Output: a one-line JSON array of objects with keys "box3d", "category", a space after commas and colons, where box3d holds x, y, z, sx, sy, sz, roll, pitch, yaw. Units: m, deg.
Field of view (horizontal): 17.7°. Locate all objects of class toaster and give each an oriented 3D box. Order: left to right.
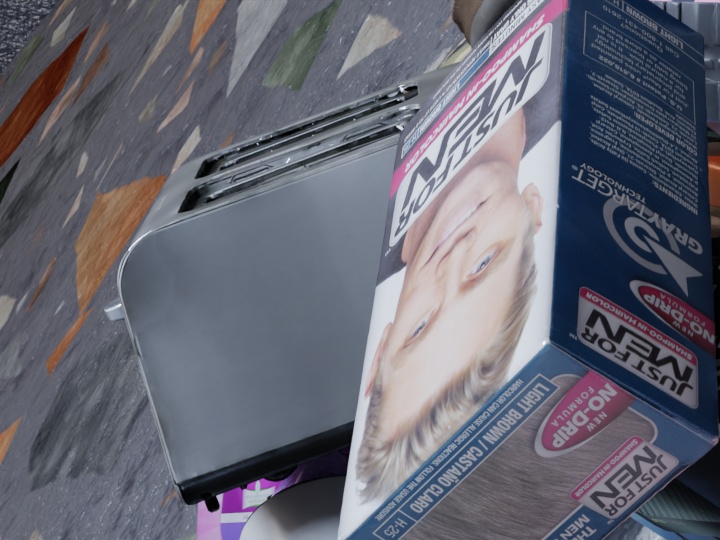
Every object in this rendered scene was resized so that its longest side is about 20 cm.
[{"box3d": [0.000, 0.000, 0.964, 0.200, 0.119, 0.181, -20, 12, 5], "category": "toaster"}]

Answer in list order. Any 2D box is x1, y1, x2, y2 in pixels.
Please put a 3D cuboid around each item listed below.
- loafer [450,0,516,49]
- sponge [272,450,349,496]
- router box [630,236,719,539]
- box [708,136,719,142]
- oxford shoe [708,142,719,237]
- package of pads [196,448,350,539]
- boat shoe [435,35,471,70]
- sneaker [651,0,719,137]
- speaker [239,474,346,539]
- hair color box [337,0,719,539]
[{"box3d": [0.090, -0.144, 1.049, 0.200, 0.071, 0.073, -32, -24, -54], "category": "loafer"}, {"box3d": [-0.028, 0.185, 1.030, 0.200, 0.111, 0.030, -57, 12, 3], "category": "sponge"}, {"box3d": [0.141, 0.055, 0.722, 0.062, 0.150, 0.200, -62, 17, -13], "category": "router box"}, {"box3d": [0.144, -0.058, 1.081, 0.158, 0.050, 0.200, -46, 20, 32], "category": "box"}, {"box3d": [0.187, 0.011, 0.774, 0.200, 0.071, 0.073, 22, 111, 48], "category": "oxford shoe"}, {"box3d": [-0.020, 0.111, 1.148, 0.200, 0.076, 0.121, 163, 109, -66], "category": "package of pads"}, {"box3d": [0.035, -0.031, 1.124, 0.200, 0.076, 0.074, -54, 33, 18], "category": "boat shoe"}, {"box3d": [0.164, -0.086, 0.937, 0.082, 0.200, 0.070, -26, -55, -59], "category": "sneaker"}, {"box3d": [0.003, 0.182, 0.913, 0.081, 0.081, 0.200, -47, 37, 31], "category": "speaker"}, {"box3d": [0.053, -0.001, 0.703, 0.100, 0.060, 0.200, -47, 21, 34], "category": "hair color box"}]
